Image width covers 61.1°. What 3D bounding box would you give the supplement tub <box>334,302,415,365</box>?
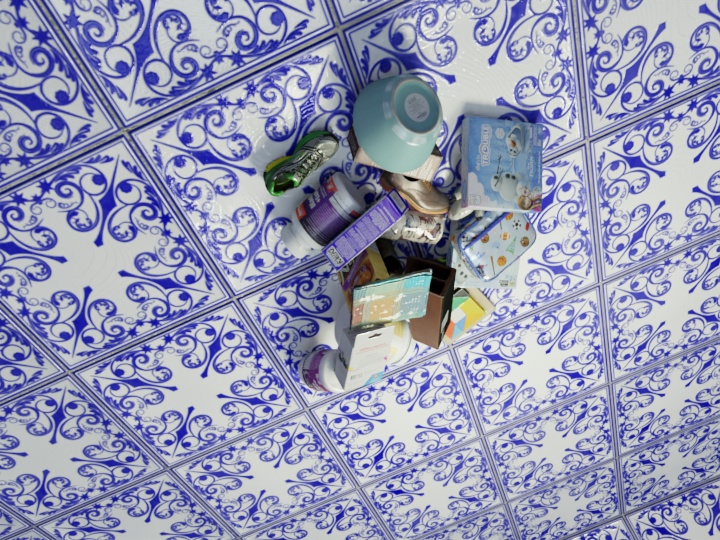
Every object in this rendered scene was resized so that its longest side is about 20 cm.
[{"bbox_3d":[0.041,0.167,1.652,0.196,0.147,0.146,25,118,-30],"label":"supplement tub"}]

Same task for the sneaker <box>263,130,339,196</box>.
[{"bbox_3d":[-0.126,-0.227,1.342,0.197,0.086,0.078,-35,128,13],"label":"sneaker"}]

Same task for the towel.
[{"bbox_3d":[0.070,0.072,1.412,0.194,0.022,0.150,-12,135,-17],"label":"towel"}]

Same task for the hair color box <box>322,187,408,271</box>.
[{"bbox_3d":[0.012,-0.093,1.380,0.198,0.109,0.065,-37,95,21],"label":"hair color box"}]

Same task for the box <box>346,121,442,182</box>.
[{"bbox_3d":[0.075,-0.271,1.349,0.194,0.102,0.076,13,128,-22],"label":"box"}]

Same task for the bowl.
[{"bbox_3d":[0.090,-0.315,1.245,0.194,0.208,0.105,9,167,-21],"label":"bowl"}]

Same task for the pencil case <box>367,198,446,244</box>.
[{"bbox_3d":[0.109,-0.117,1.493,0.193,0.080,0.090,6,140,-19],"label":"pencil case"}]

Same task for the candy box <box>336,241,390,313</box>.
[{"bbox_3d":[0.000,0.000,1.475,0.055,0.203,0.118,22,120,-32],"label":"candy box"}]

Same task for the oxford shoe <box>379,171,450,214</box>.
[{"bbox_3d":[0.142,-0.193,1.437,0.195,0.073,0.073,18,139,-26],"label":"oxford shoe"}]

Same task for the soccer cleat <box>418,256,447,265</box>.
[{"bbox_3d":[0.209,0.004,1.636,0.194,0.067,0.084,5,153,-22],"label":"soccer cleat"}]

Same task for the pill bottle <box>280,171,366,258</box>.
[{"bbox_3d":[-0.090,-0.122,1.415,0.198,0.113,0.111,-39,127,16],"label":"pill bottle"}]

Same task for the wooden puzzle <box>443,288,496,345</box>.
[{"bbox_3d":[0.276,0.120,1.748,0.184,0.038,0.199,-39,127,16],"label":"wooden puzzle"}]

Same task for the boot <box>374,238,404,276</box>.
[{"bbox_3d":[0.074,-0.002,1.560,0.073,0.098,0.203,-20,129,3],"label":"boot"}]

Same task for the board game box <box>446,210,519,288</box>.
[{"bbox_3d":[0.321,-0.059,1.570,0.193,0.043,0.206,2,105,-15],"label":"board game box"}]

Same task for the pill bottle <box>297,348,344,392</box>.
[{"bbox_3d":[-0.097,0.273,1.665,0.109,0.116,0.198,18,164,-26],"label":"pill bottle"}]

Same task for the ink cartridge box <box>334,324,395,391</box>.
[{"bbox_3d":[0.008,0.196,1.508,0.112,0.068,0.204,-11,135,-26],"label":"ink cartridge box"}]

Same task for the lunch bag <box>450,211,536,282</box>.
[{"bbox_3d":[0.322,-0.081,1.496,0.198,0.076,0.162,-39,108,-3],"label":"lunch bag"}]

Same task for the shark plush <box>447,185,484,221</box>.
[{"bbox_3d":[0.272,-0.213,1.457,0.089,0.083,0.205,23,90,-7],"label":"shark plush"}]

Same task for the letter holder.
[{"bbox_3d":[0.158,0.080,1.557,0.138,0.102,0.204,18,139,19],"label":"letter holder"}]

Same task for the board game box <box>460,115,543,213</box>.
[{"bbox_3d":[0.327,-0.240,1.405,0.192,0.043,0.208,1,88,-15],"label":"board game box"}]
